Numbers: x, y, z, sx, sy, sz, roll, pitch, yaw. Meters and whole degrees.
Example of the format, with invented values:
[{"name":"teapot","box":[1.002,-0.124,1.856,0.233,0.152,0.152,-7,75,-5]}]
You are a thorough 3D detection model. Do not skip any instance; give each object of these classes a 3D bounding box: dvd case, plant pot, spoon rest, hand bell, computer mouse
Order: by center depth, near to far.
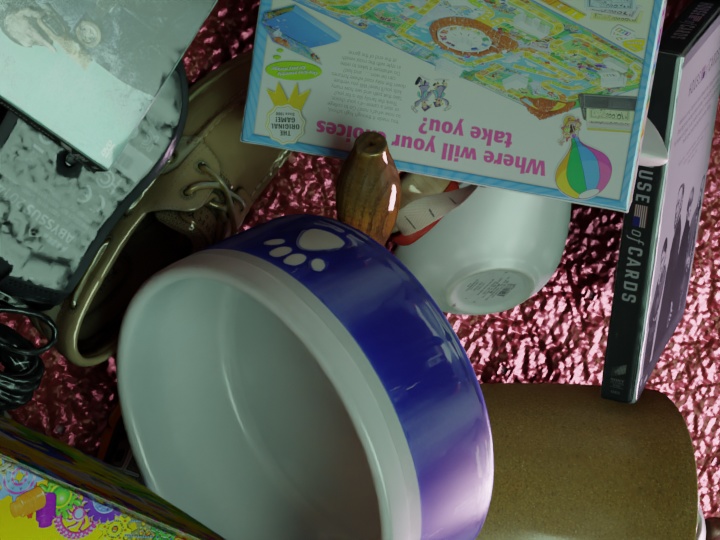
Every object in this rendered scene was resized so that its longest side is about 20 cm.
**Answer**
[{"name":"dvd case","box":[-0.163,-0.161,1.189,0.200,0.022,0.146,36,83,-23]},{"name":"computer mouse","box":[-0.168,-0.045,1.243,0.138,0.053,0.200,42,80,-22]},{"name":"hand bell","box":[0.000,0.000,1.271,0.104,0.104,0.201,-23,145,-18]},{"name":"spoon rest","box":[0.092,-0.036,1.353,0.099,0.061,0.200,10,146,-30]},{"name":"plant pot","box":[0.060,0.137,1.396,0.199,0.186,0.187,14,104,-18]},{"name":"dvd case","box":[0.173,-0.044,1.397,0.025,0.150,0.201,11,111,15]}]

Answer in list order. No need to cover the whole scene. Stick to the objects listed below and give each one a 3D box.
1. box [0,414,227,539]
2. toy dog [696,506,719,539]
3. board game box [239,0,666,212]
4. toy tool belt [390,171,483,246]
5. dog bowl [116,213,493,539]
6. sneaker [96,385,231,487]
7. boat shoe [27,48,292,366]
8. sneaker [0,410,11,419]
[{"name":"box","box":[-0.166,0.142,1.170,0.199,0.192,0.123,29,87,-36]},{"name":"toy dog","box":[0.175,0.207,1.489,0.096,0.132,0.201,14,104,-8]},{"name":"board game box","box":[0.048,-0.114,1.231,0.199,0.034,0.135,11,103,7]},{"name":"toy tool belt","box":[0.050,-0.125,1.312,0.200,0.125,0.123,-45,99,-2]},{"name":"dog bowl","box":[-0.030,0.076,1.236,0.079,0.199,0.201,-28,123,-38]},{"name":"sneaker","box":[-0.115,0.131,1.342,0.078,0.077,0.200,37,89,-33]},{"name":"boat shoe","box":[-0.088,-0.030,1.293,0.200,0.064,0.071,-49,125,-2]},{"name":"sneaker","box":[-0.272,0.067,1.236,0.199,0.069,0.100,-20,117,-29]}]
